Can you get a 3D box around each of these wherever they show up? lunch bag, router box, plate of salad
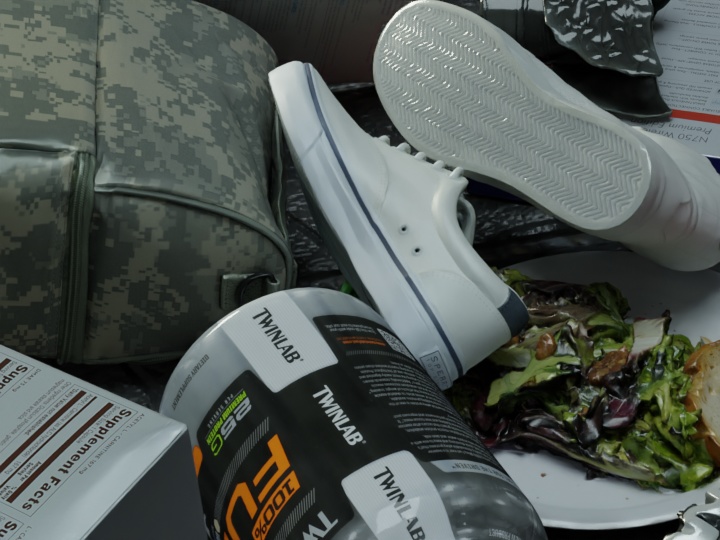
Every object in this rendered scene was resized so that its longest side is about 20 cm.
[{"bbox_3d":[-0.118,-0.049,1.460,0.167,0.140,0.200,2,39,-5],"label":"lunch bag"},{"bbox_3d":[0.174,-0.099,1.554,0.200,0.049,0.180,10,42,19],"label":"router box"},{"bbox_3d":[0.112,0.046,1.385,0.200,0.048,0.200,-4,40,3],"label":"plate of salad"}]

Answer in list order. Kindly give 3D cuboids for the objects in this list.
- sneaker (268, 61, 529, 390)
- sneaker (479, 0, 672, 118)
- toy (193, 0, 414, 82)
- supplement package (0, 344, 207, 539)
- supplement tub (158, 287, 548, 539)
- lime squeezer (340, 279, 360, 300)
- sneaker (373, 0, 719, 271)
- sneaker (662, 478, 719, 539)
[{"bbox_3d":[0.018,-0.028,1.413,0.071,0.073,0.200,-25,59,-7],"label":"sneaker"},{"bbox_3d":[0.122,-0.159,1.552,0.104,0.060,0.200,1,44,13],"label":"sneaker"},{"bbox_3d":[-0.077,-0.146,1.562,0.200,0.115,0.047,-1,68,-9],"label":"toy"},{"bbox_3d":[-0.174,0.134,1.132,0.200,0.191,0.147,22,48,28],"label":"supplement package"},{"bbox_3d":[0.002,0.107,1.265,0.122,0.123,0.200,-20,40,-17],"label":"supplement tub"},{"bbox_3d":[0.000,0.000,1.464,0.071,0.038,0.200,16,46,21],"label":"lime squeezer"},{"bbox_3d":[0.098,-0.060,1.450,0.200,0.116,0.074,40,101,39],"label":"sneaker"},{"bbox_3d":[0.202,0.097,1.282,0.090,0.067,0.200,29,68,21],"label":"sneaker"}]
